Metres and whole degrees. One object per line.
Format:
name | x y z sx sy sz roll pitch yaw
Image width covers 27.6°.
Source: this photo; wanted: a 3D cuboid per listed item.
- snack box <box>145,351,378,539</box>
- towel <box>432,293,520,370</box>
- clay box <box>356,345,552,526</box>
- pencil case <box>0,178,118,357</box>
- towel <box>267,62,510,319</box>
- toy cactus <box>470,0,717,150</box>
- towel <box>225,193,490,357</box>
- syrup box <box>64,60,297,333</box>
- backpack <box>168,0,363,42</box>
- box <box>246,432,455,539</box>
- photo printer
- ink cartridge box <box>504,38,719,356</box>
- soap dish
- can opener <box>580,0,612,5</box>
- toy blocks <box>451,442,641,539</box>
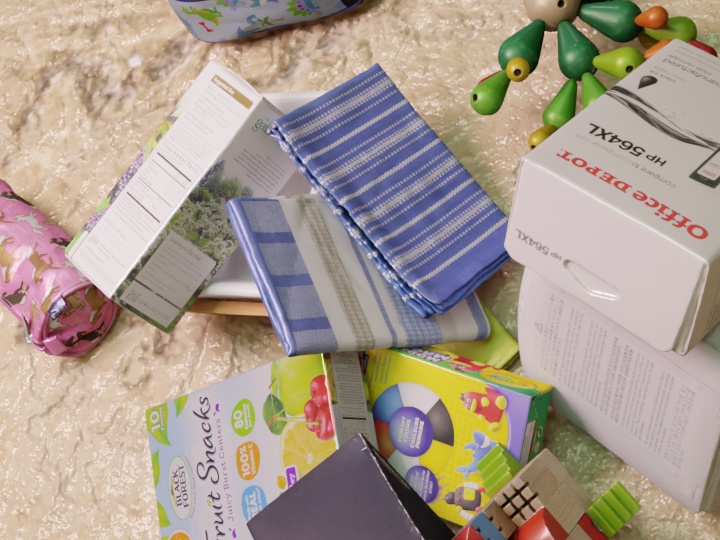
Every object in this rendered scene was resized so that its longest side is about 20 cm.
snack box | -0.076 0.152 1.131 0.199 0.053 0.144 -22 69 37
towel | 0.044 0.027 1.210 0.086 0.018 0.200 -44 59 5
clay box | 0.040 0.117 1.124 0.198 0.047 0.116 16 105 27
pencil case | -0.306 -0.007 1.332 0.200 0.086 0.084 40 117 31
towel | 0.034 -0.067 1.163 0.201 0.024 0.144 50 48 6
toy cactus | 0.175 -0.186 1.201 0.198 0.102 0.167 -23 63 3
towel | 0.000 0.000 1.133 0.024 0.198 0.148 -51 54 42
syrup box | -0.137 -0.059 1.186 0.081 0.079 0.201 37 90 40
backpack | -0.104 -0.319 1.349 0.198 0.147 0.185 -15 60 19
box | 0.041 0.244 0.982 0.104 0.200 0.183 -37 41 2
photo printer | 0.196 0.057 1.050 0.069 0.168 0.199 -31 52 -32
ink cartridge box | 0.213 -0.055 0.985 0.145 0.085 0.200 31 48 25
soap dish | -0.070 -0.050 1.241 0.156 0.081 0.202 1 68 34
can opener | 0.238 -0.265 1.242 0.197 0.080 0.064 0 28 19
toy blocks | 0.140 0.210 0.985 0.200 0.136 0.100 48 113 8
